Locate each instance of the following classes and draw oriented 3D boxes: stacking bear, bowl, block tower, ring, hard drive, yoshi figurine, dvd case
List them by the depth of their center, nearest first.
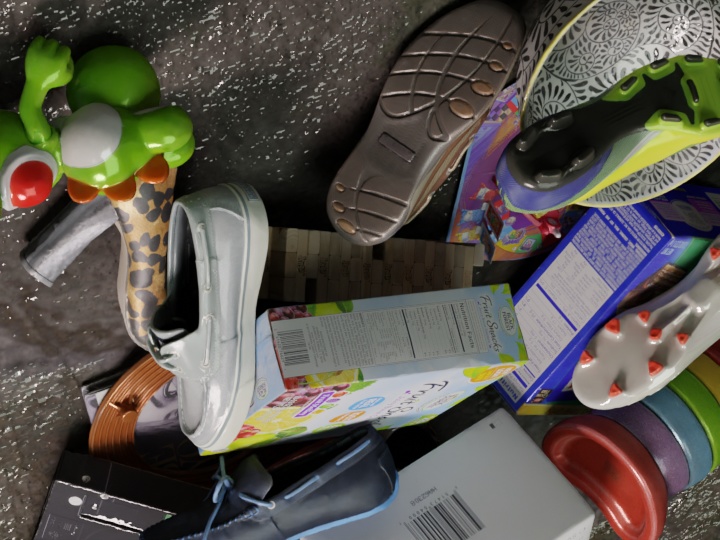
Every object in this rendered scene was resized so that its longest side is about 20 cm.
[{"bbox_3d":[-0.209,-0.093,1.424,0.200,0.112,0.112,-7,96,-6],"label":"yoshi figurine"},{"bbox_3d":[0.184,-0.153,1.578,0.200,0.094,0.201,-16,133,-18],"label":"bowl"},{"bbox_3d":[0.000,0.000,1.637,0.200,0.054,0.058,3,92,-39],"label":"block tower"},{"bbox_3d":[-0.113,0.115,1.715,0.200,0.019,0.201,-18,139,-17],"label":"ring"},{"bbox_3d":[-0.153,0.217,1.731,0.200,0.038,0.140,17,135,-7],"label":"hard drive"},{"bbox_3d":[-0.111,0.105,1.732,0.200,0.016,0.149,-21,140,-12],"label":"dvd case"},{"bbox_3d":[0.262,0.108,1.781,0.200,0.121,0.114,-38,163,-23],"label":"stacking bear"}]

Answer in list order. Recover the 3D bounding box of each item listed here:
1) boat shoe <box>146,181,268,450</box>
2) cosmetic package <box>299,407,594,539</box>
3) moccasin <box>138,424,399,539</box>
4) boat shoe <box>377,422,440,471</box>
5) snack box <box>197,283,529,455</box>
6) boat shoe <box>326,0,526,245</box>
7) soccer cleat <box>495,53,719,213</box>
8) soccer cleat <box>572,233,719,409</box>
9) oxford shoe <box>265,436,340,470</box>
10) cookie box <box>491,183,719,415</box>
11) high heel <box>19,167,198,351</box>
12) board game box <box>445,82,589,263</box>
[{"bbox_3d":[-0.114,0.034,1.524,0.071,0.070,0.201,-7,118,-31],"label":"boat shoe"},{"bbox_3d":[0.064,0.247,1.745,0.199,0.123,0.200,-31,153,-20],"label":"cosmetic package"},{"bbox_3d":[-0.073,0.164,1.643,0.200,0.080,0.068,-20,113,-15],"label":"moccasin"},{"bbox_3d":[0.028,0.147,1.806,0.074,0.073,0.200,-32,150,1],"label":"boat shoe"},{"bbox_3d":[-0.005,0.073,1.619,0.200,0.068,0.169,-7,164,-28],"label":"snack box"},{"bbox_3d":[0.048,-0.107,1.577,0.200,0.076,0.072,-52,167,11],"label":"boat shoe"},{"bbox_3d":[0.181,-0.094,1.531,0.200,0.065,0.084,-22,164,-17],"label":"soccer cleat"},{"bbox_3d":[0.249,0.040,1.699,0.200,0.069,0.078,-42,154,3],"label":"soccer cleat"},{"bbox_3d":[-0.056,0.193,1.774,0.071,0.074,0.200,-21,166,-48],"label":"oxford shoe"},{"bbox_3d":[0.209,0.024,1.778,0.171,0.075,0.200,4,132,-52],"label":"cookie box"},{"bbox_3d":[-0.120,-0.013,1.556,0.143,0.071,0.200,-43,132,21],"label":"high heel"},{"bbox_3d":[0.154,-0.071,1.692,0.158,0.039,0.200,-10,137,-23],"label":"board game box"}]
